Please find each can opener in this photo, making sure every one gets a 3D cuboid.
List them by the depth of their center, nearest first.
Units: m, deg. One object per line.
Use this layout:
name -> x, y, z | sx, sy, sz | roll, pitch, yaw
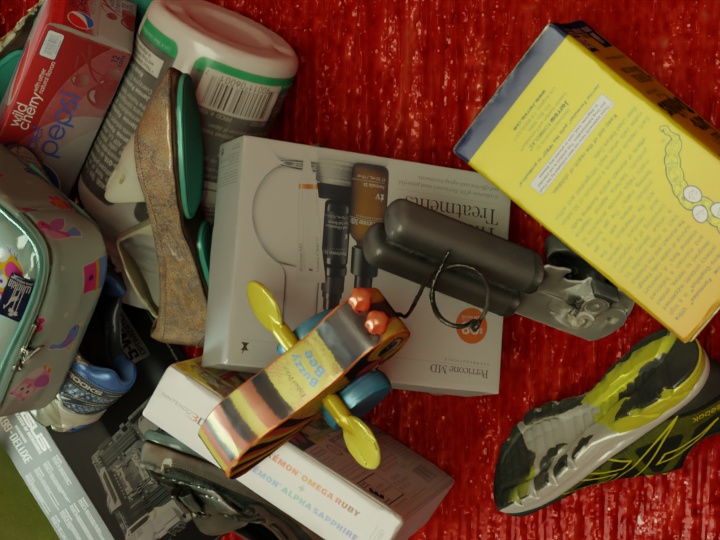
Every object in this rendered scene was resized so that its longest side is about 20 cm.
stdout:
can opener -> 0.095, -0.007, 1.389 | 0.200, 0.067, 0.053 | 21, 133, -24

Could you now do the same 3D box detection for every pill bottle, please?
pill bottle -> -0.130, -0.081, 1.456 | 0.113, 0.113, 0.200 | 29, 108, 10

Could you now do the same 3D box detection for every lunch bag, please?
lunch bag -> -0.263, 0.000, 1.356 | 0.200, 0.077, 0.161 | 38, 114, 26

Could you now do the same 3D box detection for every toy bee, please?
toy bee -> -0.018, 0.044, 1.274 | 0.131, 0.109, 0.200 | 32, 78, 11

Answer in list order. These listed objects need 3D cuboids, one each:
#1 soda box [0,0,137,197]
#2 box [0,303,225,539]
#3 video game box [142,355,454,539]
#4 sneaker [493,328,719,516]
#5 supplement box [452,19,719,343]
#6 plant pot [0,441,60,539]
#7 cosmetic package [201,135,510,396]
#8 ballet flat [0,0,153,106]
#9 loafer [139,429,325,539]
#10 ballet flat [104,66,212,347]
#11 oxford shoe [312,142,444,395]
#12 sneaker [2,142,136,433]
soda box -> -0.221, -0.103, 1.464 | 0.063, 0.070, 0.200 | 19, 125, -17
box -> -0.171, 0.116, 1.472 | 0.050, 0.158, 0.200 | -33, 87, 37
video game box -> -0.037, 0.120, 1.413 | 0.182, 0.200, 0.047 | 35, 98, 9
sneaker -> 0.175, 0.121, 1.420 | 0.085, 0.075, 0.200 | 32, 129, -29
supplement box -> 0.179, -0.062, 1.376 | 0.200, 0.109, 0.110 | 40, 106, 7
plant pot -> -0.297, 0.131, 1.492 | 0.190, 0.200, 0.200 | 23, 105, -18
cosmetic package -> 0.000, 0.000, 1.390 | 0.200, 0.052, 0.151 | 7, 84, -23
ballet flat -> -0.223, -0.168, 1.499 | 0.200, 0.064, 0.076 | -30, 126, 17
loafer -> -0.081, 0.164, 1.436 | 0.072, 0.200, 0.063 | 15, 81, 41
ballet flat -> -0.132, -0.036, 1.378 | 0.067, 0.068, 0.200 | -4, 113, 9
oxford shoe -> 0.006, -0.001, 1.454 | 0.074, 0.071, 0.200 | -43, 85, 14
sneaker -> -0.196, 0.002, 1.400 | 0.085, 0.077, 0.200 | -25, 81, 41
